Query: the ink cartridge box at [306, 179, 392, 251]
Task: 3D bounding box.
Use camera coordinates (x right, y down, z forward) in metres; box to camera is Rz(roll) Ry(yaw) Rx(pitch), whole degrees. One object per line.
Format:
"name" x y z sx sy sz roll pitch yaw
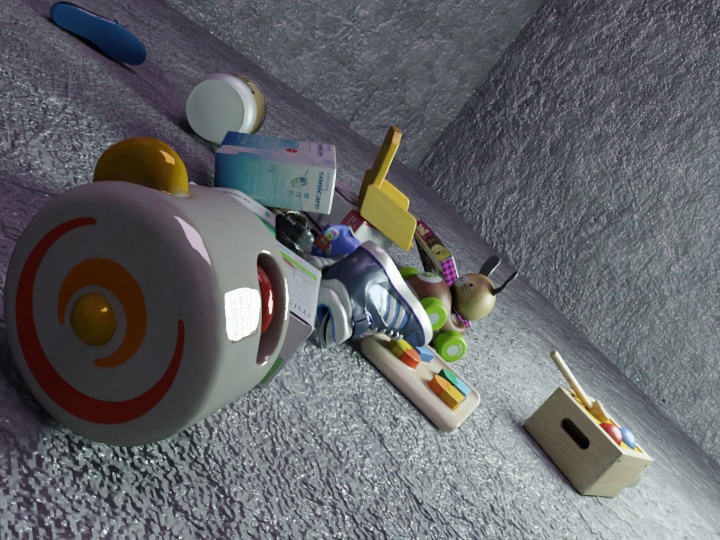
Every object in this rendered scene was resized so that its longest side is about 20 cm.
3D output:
"ink cartridge box" -0.034 -0.118 1.387 0.200 0.086 0.147 49 18 29

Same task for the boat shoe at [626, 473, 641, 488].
"boat shoe" 0.472 0.341 1.253 0.200 0.072 0.068 43 19 24

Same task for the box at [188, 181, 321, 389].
"box" -0.150 0.008 0.709 0.200 0.097 0.177 35 16 -13

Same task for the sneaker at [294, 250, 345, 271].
"sneaker" -0.071 -0.001 0.979 0.081 0.074 0.200 36 13 3

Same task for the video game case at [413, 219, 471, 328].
"video game case" 0.179 0.010 1.416 0.181 0.036 0.201 -119 -173 -55

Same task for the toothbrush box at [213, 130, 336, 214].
"toothbrush box" -0.145 -0.173 1.102 0.199 0.086 0.147 8 26 -6

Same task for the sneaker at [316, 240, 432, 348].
"sneaker" 0.006 0.072 0.894 0.080 0.146 0.200 19 -33 53

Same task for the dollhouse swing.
"dollhouse swing" 0.086 -0.180 1.352 0.181 0.176 0.200 37 13 -11

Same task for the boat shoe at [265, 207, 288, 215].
"boat shoe" -0.186 -0.182 1.242 0.200 0.068 0.072 47 17 29

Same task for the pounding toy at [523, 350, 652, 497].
"pounding toy" 0.401 0.277 1.135 0.184 0.142 0.200 24 21 -45

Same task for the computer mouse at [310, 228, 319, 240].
"computer mouse" -0.029 -0.012 1.191 0.200 0.034 0.059 35 -14 16

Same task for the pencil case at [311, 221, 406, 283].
"pencil case" 0.000 0.000 1.115 0.200 0.087 0.078 45 0 19

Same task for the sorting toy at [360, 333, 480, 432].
"sorting toy" 0.104 0.157 0.989 0.185 0.037 0.200 43 16 16

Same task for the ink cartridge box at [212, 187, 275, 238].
"ink cartridge box" -0.221 -0.098 0.956 0.200 0.050 0.161 36 15 -20

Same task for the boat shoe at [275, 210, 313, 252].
"boat shoe" -0.112 -0.068 1.065 0.076 0.060 0.200 40 7 -22

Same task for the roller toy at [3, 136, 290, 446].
"roller toy" -0.154 0.025 0.466 0.183 0.200 0.140 47 17 9

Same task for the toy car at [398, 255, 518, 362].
"toy car" 0.188 0.039 1.166 0.158 0.199 0.164 56 2 -27

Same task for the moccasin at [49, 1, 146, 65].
"moccasin" -0.548 -0.511 1.339 0.200 0.081 0.068 29 13 -35

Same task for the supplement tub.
"supplement tub" -0.284 -0.344 1.345 0.144 0.145 0.200 36 15 -9
